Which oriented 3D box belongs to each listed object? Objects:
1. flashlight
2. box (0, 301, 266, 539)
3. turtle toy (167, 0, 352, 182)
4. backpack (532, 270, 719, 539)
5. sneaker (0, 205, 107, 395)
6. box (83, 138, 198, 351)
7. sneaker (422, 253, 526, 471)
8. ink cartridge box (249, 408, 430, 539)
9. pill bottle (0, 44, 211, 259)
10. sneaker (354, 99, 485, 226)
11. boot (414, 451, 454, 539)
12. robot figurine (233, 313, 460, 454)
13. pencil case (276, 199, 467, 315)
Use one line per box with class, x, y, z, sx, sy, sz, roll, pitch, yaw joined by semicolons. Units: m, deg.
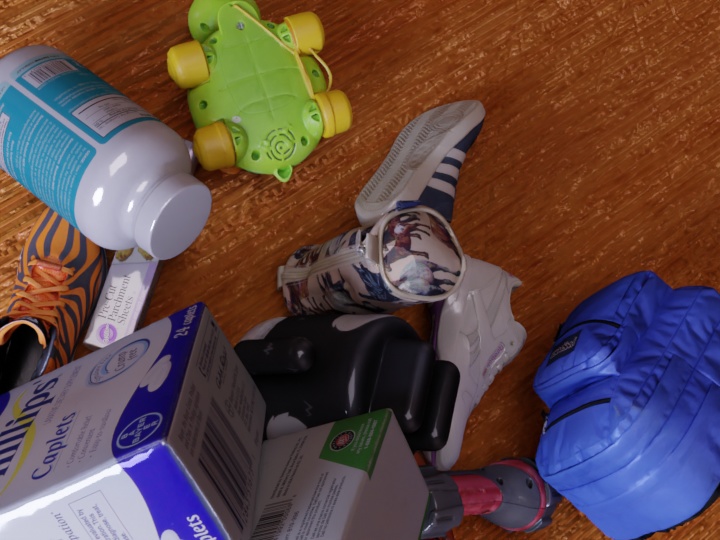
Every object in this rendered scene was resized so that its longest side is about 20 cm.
flashlight;0.096;0.189;0.740;0.067;0.199;0.069;-38;62;25
box;-0.175;0.138;0.598;0.198;0.184;0.106;-25;112;8
turtle toy;-0.100;-0.172;0.811;0.144;0.101;0.203;-17;82;-15
backpack;0.235;0.120;0.780;0.167;0.163;0.201;37;56;1
sneaker;-0.255;0.030;0.729;0.076;0.112;0.203;9;77;-10
box;-0.190;-0.023;0.793;0.041;0.039;0.203;18;75;-5
sneaker;0.103;0.082;0.813;0.098;0.075;0.203;15;71;-10
ink cartridge box;-0.065;0.188;0.617;0.198;0.147;0.084;-18;111;23
pill bottle;-0.215;-0.091;0.735;0.199;0.111;0.111;36;72;20
sneaker;0.066;-0.082;0.849;0.200;0.074;0.085;-51;127;-34
boot;0.056;0.233;0.760;0.074;0.107;0.203;-16;80;-12
robot figurine;-0.021;0.100;0.727;0.125;0.198;0.152;-38;119;-49
pencil case;0.000;0.000;0.751;0.089;0.199;0.079;22;71;-24
